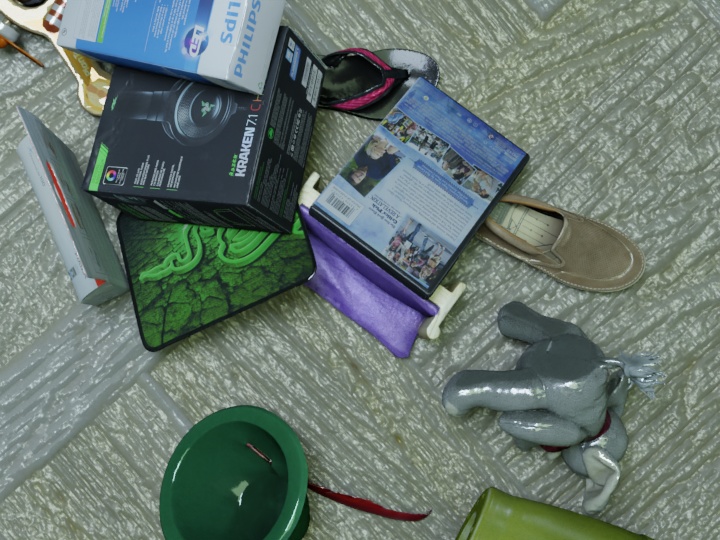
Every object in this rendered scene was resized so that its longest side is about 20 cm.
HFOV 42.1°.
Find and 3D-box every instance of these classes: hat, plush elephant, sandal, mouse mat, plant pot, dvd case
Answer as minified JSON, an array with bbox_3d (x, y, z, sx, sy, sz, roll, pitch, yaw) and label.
[{"bbox_3d":[-0.078,0.248,0.955,0.199,0.176,0.166,25,80,38],"label":"hat"},{"bbox_3d":[0.204,0.141,0.930,0.199,0.165,0.156,5,126,27],"label":"plush elephant"},{"bbox_3d":[-0.014,-0.198,0.977,0.199,0.045,0.076,0,86,-4],"label":"sandal"},{"bbox_3d":[-0.147,-0.026,0.920,0.199,0.008,0.162,-24,68,14],"label":"mouse mat"},{"bbox_3d":[0.178,0.308,0.893,0.192,0.200,0.201,28,84,6],"label":"plant pot"},{"bbox_3d":[0.062,-0.085,0.922,0.142,0.018,0.200,37,64,3],"label":"dvd case"}]

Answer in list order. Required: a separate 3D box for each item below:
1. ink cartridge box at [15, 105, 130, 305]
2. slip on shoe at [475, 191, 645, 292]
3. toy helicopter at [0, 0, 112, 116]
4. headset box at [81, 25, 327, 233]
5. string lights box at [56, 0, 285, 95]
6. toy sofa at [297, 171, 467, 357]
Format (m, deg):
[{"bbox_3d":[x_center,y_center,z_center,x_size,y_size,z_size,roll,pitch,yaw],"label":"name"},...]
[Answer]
[{"bbox_3d":[-0.279,-0.051,0.870,0.047,0.200,0.161,-23,88,-5],"label":"ink cartridge box"},{"bbox_3d":[0.206,-0.033,0.974,0.199,0.061,0.076,24,85,-2],"label":"slip on shoe"},{"bbox_3d":[-0.313,-0.243,0.947,0.132,0.079,0.201,-32,101,-12],"label":"toy helicopter"},{"bbox_3d":[-0.153,-0.137,0.898,0.199,0.093,0.175,7,78,24],"label":"headset box"},{"bbox_3d":[-0.171,-0.229,0.838,0.199,0.059,0.103,17,93,26],"label":"string lights box"},{"bbox_3d":[0.000,0.000,0.946,0.200,0.083,0.098,37,84,-1],"label":"toy sofa"}]
